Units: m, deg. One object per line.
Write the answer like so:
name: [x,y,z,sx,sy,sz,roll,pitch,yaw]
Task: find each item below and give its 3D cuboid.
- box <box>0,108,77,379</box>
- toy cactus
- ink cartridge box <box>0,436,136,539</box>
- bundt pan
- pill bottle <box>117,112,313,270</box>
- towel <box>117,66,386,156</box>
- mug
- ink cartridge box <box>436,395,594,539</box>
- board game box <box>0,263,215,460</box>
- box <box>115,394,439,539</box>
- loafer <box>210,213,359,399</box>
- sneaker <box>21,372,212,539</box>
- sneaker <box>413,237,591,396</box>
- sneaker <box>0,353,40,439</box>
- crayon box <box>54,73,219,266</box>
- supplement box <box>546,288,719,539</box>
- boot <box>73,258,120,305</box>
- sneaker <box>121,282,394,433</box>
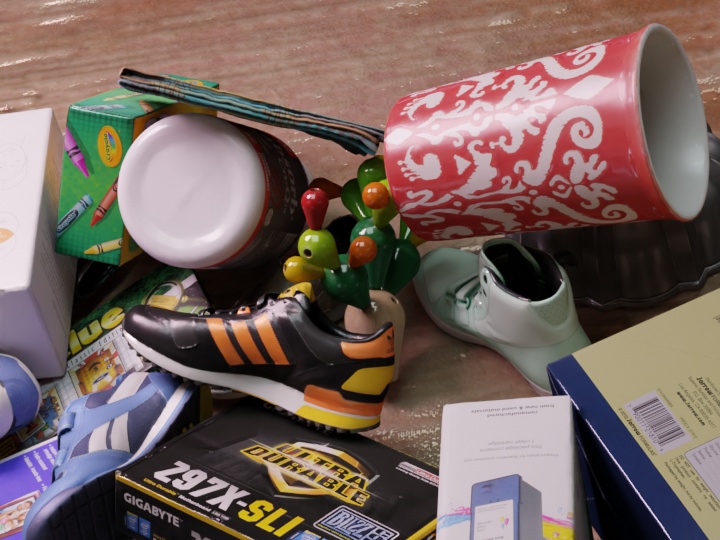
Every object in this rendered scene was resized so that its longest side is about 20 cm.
box: [-0.310,-0.016,1.503,0.151,0.107,0.201,-6,47,6]
toy cactus: [0.000,0.000,1.407,0.102,0.166,0.200,-1,6,15]
ink cartridge box: [-0.191,0.189,1.351,0.199,0.044,0.198,-24,40,-17]
bundt pan: [0.202,-0.064,1.491,0.201,0.076,0.202,-10,39,8]
pill bottle: [-0.104,-0.058,1.488,0.115,0.117,0.200,-5,-2,14]
towel: [-0.082,-0.119,1.429,0.199,0.022,0.147,14,2,-5]
mug: [0.136,-0.071,1.342,0.199,0.178,0.134,-9,39,28]
ink cartridge box: [0.097,0.198,1.164,0.087,0.146,0.200,-5,40,11]
board game box: [-0.201,0.073,1.474,0.200,0.023,0.105,-35,37,0]
box: [-0.042,0.159,1.281,0.199,0.050,0.159,21,31,31]
loafer: [-0.062,0.022,1.485,0.075,0.070,0.200,25,54,39]
sneaker: [-0.181,0.137,1.325,0.082,0.074,0.200,16,34,23]
sneaker: [0.101,0.004,1.413,0.074,0.119,0.200,-34,41,-18]
sneaker: [-0.345,0.123,1.407,0.199,0.081,0.115,-19,9,14]
crayon box: [-0.177,-0.086,1.539,0.058,0.119,0.200,11,15,13]
supplement box: [0.256,0.123,1.205,0.199,0.135,0.200,-23,40,-8]
boot: [-0.298,-0.005,1.601,0.174,0.069,0.200,18,48,36]
sneaker: [-0.069,0.043,1.349,0.199,0.090,0.070,19,12,10]
